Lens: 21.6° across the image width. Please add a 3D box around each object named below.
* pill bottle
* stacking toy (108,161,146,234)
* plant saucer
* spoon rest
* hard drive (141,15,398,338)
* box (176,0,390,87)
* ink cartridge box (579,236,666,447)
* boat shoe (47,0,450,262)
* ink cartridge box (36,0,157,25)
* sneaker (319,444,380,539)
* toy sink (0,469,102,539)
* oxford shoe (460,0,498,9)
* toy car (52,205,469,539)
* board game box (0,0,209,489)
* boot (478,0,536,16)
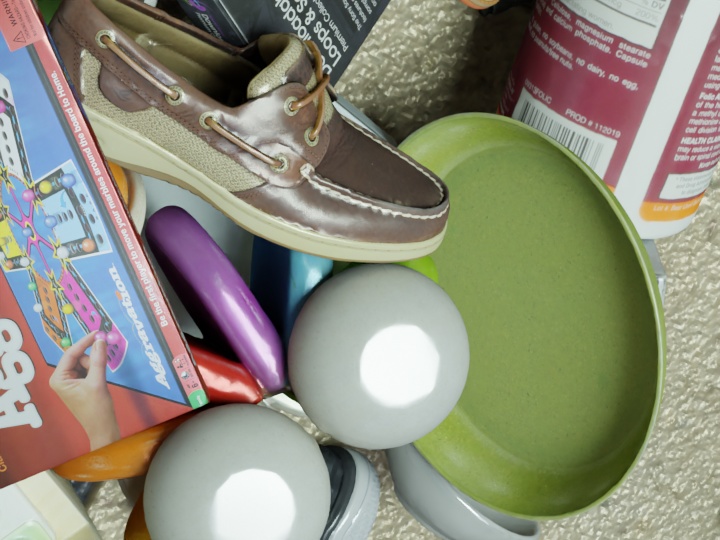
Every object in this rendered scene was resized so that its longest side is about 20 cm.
[{"bbox_3d":[0.143,-0.127,0.913,0.114,0.114,0.201,5,120,-27],"label":"pill bottle"},{"bbox_3d":[-0.190,-0.071,0.804,0.146,0.146,0.200,-30,126,-10],"label":"stacking toy"},{"bbox_3d":[0.076,0.021,0.914,0.031,0.200,0.201,-16,120,-40],"label":"plant saucer"},{"bbox_3d":[0.017,0.085,1.011,0.200,0.099,0.061,32,106,-12],"label":"spoon rest"},{"bbox_3d":[-0.091,-0.024,0.945,0.132,0.027,0.200,37,102,-31],"label":"hard drive"},{"bbox_3d":[-0.017,-0.186,0.862,0.200,0.036,0.143,-59,140,-22],"label":"box"},{"bbox_3d":[0.129,0.006,0.995,0.037,0.200,0.095,5,113,1],"label":"ink cartridge box"},{"bbox_3d":[-0.042,-0.067,0.809,0.199,0.072,0.072,24,124,-15],"label":"boat shoe"},{"bbox_3d":[-0.168,-0.139,0.848,0.147,0.076,0.201,15,104,-29],"label":"ink cartridge box"},{"bbox_3d":[-0.081,0.170,1.031,0.114,0.075,0.200,29,92,-31],"label":"sneaker"},{"bbox_3d":[-0.211,0.105,0.864,0.130,0.200,0.112,-36,123,-6],"label":"toy sink"},{"bbox_3d":[0.085,-0.220,0.885,0.071,0.072,0.201,20,81,-44],"label":"oxford shoe"},{"bbox_3d":[-0.058,0.041,0.877,0.200,0.175,0.150,-44,103,-8],"label":"toy car"},{"bbox_3d":[-0.147,-0.016,0.767,0.103,0.019,0.201,-22,107,1],"label":"board game box"},{"bbox_3d":[0.119,-0.145,1.000,0.130,0.068,0.201,-5,114,-10],"label":"boot"}]
